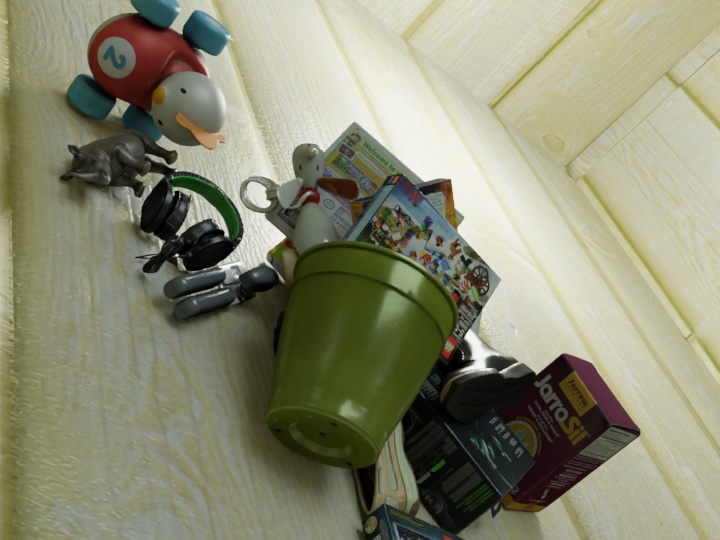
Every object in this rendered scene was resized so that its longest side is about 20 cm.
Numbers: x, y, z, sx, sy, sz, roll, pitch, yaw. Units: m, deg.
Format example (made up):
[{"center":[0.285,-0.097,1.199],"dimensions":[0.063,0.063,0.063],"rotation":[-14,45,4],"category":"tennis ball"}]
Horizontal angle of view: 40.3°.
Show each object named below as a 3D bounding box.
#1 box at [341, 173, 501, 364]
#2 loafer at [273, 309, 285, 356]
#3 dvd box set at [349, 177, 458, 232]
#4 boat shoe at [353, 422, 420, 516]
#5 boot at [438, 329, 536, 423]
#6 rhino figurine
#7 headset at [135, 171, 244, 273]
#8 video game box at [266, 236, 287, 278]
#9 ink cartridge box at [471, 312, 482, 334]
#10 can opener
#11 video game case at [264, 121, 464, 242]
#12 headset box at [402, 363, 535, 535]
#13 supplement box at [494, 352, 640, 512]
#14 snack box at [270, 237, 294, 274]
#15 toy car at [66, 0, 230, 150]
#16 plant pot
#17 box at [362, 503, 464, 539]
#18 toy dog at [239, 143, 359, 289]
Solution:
[{"center":[0.070,0.000,1.197],"dimensions":[0.200,0.137,0.038],"rotation":[44,-21,-25],"category":"box"},{"center":[-0.025,0.105,1.247],"dimensions":[0.200,0.068,0.071],"rotation":[27,45,-34],"category":"loafer"},{"center":[0.065,-0.005,1.244],"dimensions":[0.146,0.201,0.029],"rotation":[-16,15,-31],"category":"dvd box set"},{"center":[0.008,0.201,1.150],"dimensions":[0.076,0.072,0.200],"rotation":[15,35,-34],"category":"boat shoe"},{"center":[0.124,0.123,1.270],"dimensions":[0.138,0.078,0.200],"rotation":[39,17,29],"category":"boot"},{"center":[-0.295,-0.128,1.177],"dimensions":[0.087,0.060,0.200],"rotation":[28,20,7],"category":"rhino figurine"},{"center":[-0.204,-0.056,1.173],"dimensions":[0.123,0.094,0.200],"rotation":[42,35,-9],"category":"headset"},{"center":[0.001,-0.005,1.364],"dimensions":[0.200,0.182,0.047],"rotation":[47,-16,4],"category":"video game box"},{"center":[0.095,0.042,1.485],"dimensions":[0.200,0.083,0.146],"rotation":[26,70,-44],"category":"ink cartridge box"},{"center":[-0.164,0.015,1.163],"dimensions":[0.053,0.066,0.200],"rotation":[61,21,4],"category":"can opener"},{"center":[0.007,-0.070,1.292],"dimensions":[0.200,0.182,0.022],"rotation":[41,-16,5],"category":"video game case"},{"center":[0.123,0.228,1.275],"dimensions":[0.200,0.093,0.174],"rotation":[51,21,11],"category":"headset box"},{"center":[0.271,0.234,1.397],"dimensions":[0.103,0.200,0.131],"rotation":[21,31,-48],"category":"supplement box"},{"center":[0.000,0.000,1.311],"dimensions":[0.200,0.142,0.053],"rotation":[42,-14,3],"category":"snack box"},{"center":[-0.243,-0.227,1.254],"dimensions":[0.177,0.184,0.200],"rotation":[20,25,-49],"category":"toy car"},{"center":[-0.012,0.105,1.083],"dimensions":[0.200,0.200,0.193],"rotation":[37,53,-22],"category":"plant pot"},{"center":[0.097,0.348,1.062],"dimensions":[0.200,0.038,0.137],"rotation":[32,24,-32],"category":"box"},{"center":[-0.060,-0.068,1.219],"dimensions":[0.201,0.132,0.096],"rotation":[63,-15,10],"category":"toy dog"}]
